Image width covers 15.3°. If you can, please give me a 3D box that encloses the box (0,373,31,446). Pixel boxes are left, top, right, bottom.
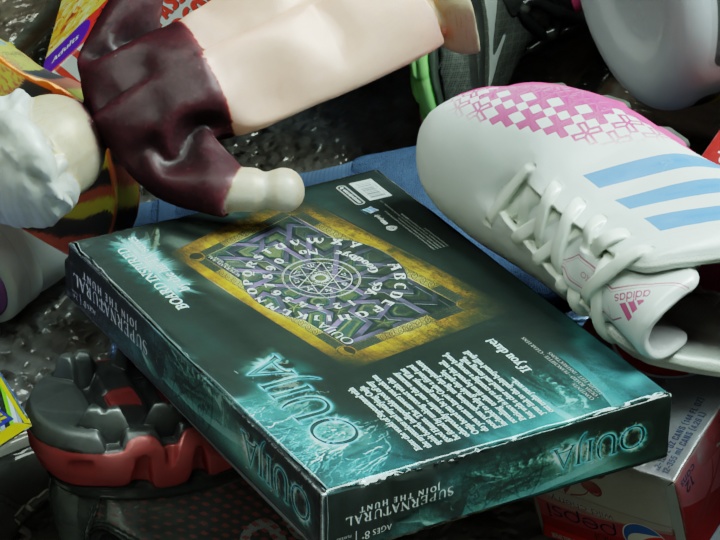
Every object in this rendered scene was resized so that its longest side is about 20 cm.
[{"bbox_3d":[-0.180,0.038,1.004,0.064,0.070,0.200,-34,10,-12],"label":"box"}]

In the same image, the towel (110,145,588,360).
[{"bbox_3d":[0.000,0.000,1.070,0.200,0.049,0.112,-10,43,10],"label":"towel"}]

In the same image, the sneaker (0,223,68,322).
[{"bbox_3d":[-0.178,-0.054,1.177,0.100,0.075,0.200,-32,53,-24],"label":"sneaker"}]

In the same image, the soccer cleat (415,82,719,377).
[{"bbox_3d":[0.092,-0.011,0.933,0.200,0.070,0.086,20,37,29],"label":"soccer cleat"}]

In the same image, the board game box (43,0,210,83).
[{"bbox_3d":[-0.064,-0.164,1.185,0.151,0.046,0.200,-39,25,26],"label":"board game box"}]

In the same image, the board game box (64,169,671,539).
[{"bbox_3d":[-0.003,0.026,0.941,0.135,0.028,0.200,-14,31,-26],"label":"board game box"}]

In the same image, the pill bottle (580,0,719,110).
[{"bbox_3d":[0.195,-0.139,1.084,0.200,0.112,0.112,-14,41,-17],"label":"pill bottle"}]

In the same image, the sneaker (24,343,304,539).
[{"bbox_3d":[-0.024,0.075,0.987,0.200,0.098,0.071,-5,27,-15],"label":"sneaker"}]

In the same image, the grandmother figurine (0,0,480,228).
[{"bbox_3d":[-0.057,-0.070,1.005,0.200,0.061,0.121,-23,59,-6],"label":"grandmother figurine"}]

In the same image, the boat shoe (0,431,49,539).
[{"bbox_3d":[-0.178,0.106,1.029,0.200,0.057,0.067,-22,7,-9],"label":"boat shoe"}]

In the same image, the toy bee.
[{"bbox_3d":[-0.175,-0.083,1.063,0.200,0.109,0.131,16,9,-13],"label":"toy bee"}]

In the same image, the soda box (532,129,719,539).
[{"bbox_3d":[0.137,0.018,0.995,0.070,0.063,0.200,17,53,31],"label":"soda box"}]

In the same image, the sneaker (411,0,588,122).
[{"bbox_3d":[0.083,-0.133,1.146,0.084,0.077,0.200,16,56,29],"label":"sneaker"}]
